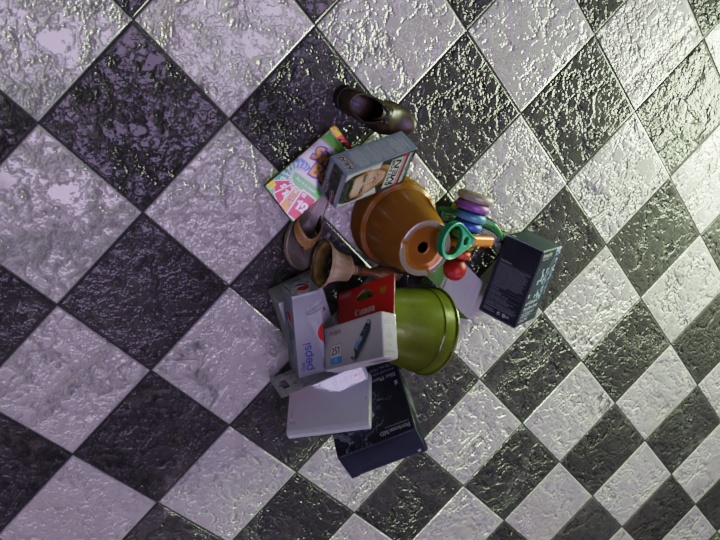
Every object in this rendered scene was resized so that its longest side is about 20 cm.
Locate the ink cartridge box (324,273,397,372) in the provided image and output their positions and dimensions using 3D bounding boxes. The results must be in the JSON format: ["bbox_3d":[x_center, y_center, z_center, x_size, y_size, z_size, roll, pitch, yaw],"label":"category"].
[{"bbox_3d":[-0.003,0.112,1.544,0.044,0.198,0.181,12,69,-37],"label":"ink cartridge box"}]

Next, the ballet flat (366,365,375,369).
[{"bbox_3d":[0.003,0.173,1.745,0.075,0.064,0.202,-36,134,-12],"label":"ballet flat"}]

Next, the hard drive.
[{"bbox_3d":[-0.071,0.311,1.690,0.195,0.134,0.026,-9,140,13],"label":"hard drive"}]

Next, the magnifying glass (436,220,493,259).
[{"bbox_3d":[0.228,-0.064,1.574,0.198,0.022,0.081,-2,110,-51],"label":"magnifying glass"}]

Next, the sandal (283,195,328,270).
[{"bbox_3d":[-0.111,-0.093,1.576,0.079,0.054,0.204,12,107,-29],"label":"sandal"}]

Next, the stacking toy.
[{"bbox_3d":[0.231,-0.077,1.649,0.084,0.085,0.204,11,102,-29],"label":"stacking toy"}]

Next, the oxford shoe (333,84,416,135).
[{"bbox_3d":[0.042,-0.320,1.527,0.196,0.084,0.074,11,107,-31],"label":"oxford shoe"}]

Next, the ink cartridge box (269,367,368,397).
[{"bbox_3d":[-0.097,0.248,1.677,0.197,0.162,0.058,-26,104,-13],"label":"ink cartridge box"}]

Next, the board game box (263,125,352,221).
[{"bbox_3d":[-0.098,-0.204,1.529,0.200,0.030,0.096,-43,108,-9],"label":"board game box"}]

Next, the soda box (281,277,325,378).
[{"bbox_3d":[-0.120,0.124,1.571,0.067,0.063,0.204,-13,118,-22],"label":"soda box"}]

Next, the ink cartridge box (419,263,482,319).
[{"bbox_3d":[0.204,0.019,1.752,0.200,0.059,0.105,42,64,-35],"label":"ink cartridge box"}]

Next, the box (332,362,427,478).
[{"bbox_3d":[0.032,0.344,1.721,0.193,0.203,0.118,-21,139,5],"label":"box"}]

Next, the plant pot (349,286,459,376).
[{"bbox_3d":[0.083,0.122,1.623,0.190,0.200,0.204,12,108,-38],"label":"plant pot"}]

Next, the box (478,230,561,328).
[{"bbox_3d":[0.393,0.018,1.801,0.147,0.106,0.204,-13,124,-57],"label":"box"}]

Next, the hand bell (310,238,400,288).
[{"bbox_3d":[0.000,0.000,1.598,0.196,0.104,0.106,10,109,-30],"label":"hand bell"}]

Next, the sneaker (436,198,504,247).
[{"bbox_3d":[0.253,-0.097,1.731,0.197,0.078,0.087,21,91,-23],"label":"sneaker"}]

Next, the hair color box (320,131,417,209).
[{"bbox_3d":[0.018,-0.209,1.518,0.198,0.061,0.100,-25,153,-34],"label":"hair color box"}]

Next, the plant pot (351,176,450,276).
[{"bbox_3d":[0.102,-0.084,1.604,0.196,0.183,0.205,-10,117,-20],"label":"plant pot"}]

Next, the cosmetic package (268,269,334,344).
[{"bbox_3d":[-0.123,0.117,1.653,0.111,0.081,0.203,-26,121,-14],"label":"cosmetic package"}]
